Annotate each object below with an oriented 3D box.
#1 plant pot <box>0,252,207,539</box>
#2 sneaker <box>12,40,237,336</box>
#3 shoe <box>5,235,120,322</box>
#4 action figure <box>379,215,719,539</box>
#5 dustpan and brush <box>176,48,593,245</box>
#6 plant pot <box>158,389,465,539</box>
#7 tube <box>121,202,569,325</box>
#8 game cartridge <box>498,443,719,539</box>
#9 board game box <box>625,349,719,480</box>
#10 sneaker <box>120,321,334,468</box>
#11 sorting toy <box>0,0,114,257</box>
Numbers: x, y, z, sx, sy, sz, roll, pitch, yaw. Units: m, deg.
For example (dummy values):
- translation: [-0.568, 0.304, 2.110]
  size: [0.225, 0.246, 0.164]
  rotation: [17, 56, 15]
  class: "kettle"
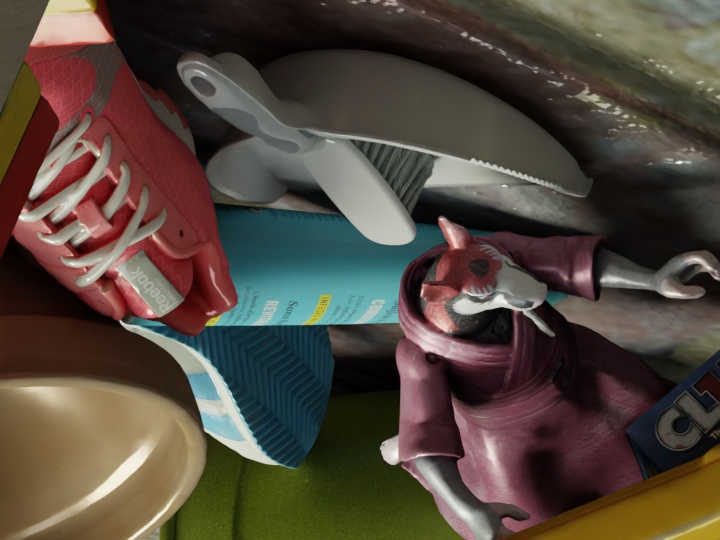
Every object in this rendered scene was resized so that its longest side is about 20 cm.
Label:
- translation: [-0.160, 0.049, 0.900]
  size: [0.199, 0.093, 0.201]
  rotation: [-15, 154, -7]
  class: "plant pot"
- translation: [-0.084, -0.030, 0.821]
  size: [0.074, 0.087, 0.200]
  rotation: [-35, 161, 7]
  class: "sneaker"
- translation: [-0.121, -0.026, 0.952]
  size: [0.070, 0.053, 0.201]
  rotation: [31, 153, 36]
  class: "shoe"
- translation: [0.061, 0.029, 0.995]
  size: [0.149, 0.134, 0.200]
  rotation: [41, 171, 40]
  class: "action figure"
- translation: [-0.012, -0.048, 0.906]
  size: [0.138, 0.058, 0.200]
  rotation: [-1, 156, 26]
  class: "dustpan and brush"
- translation: [0.039, 0.137, 1.200]
  size: [0.192, 0.202, 0.200]
  rotation: [-18, 147, 28]
  class: "plant pot"
- translation: [0.000, 0.000, 1.033]
  size: [0.198, 0.051, 0.077]
  rotation: [2, 168, -20]
  class: "tube"
- translation: [0.146, 0.108, 0.962]
  size: [0.199, 0.033, 0.176]
  rotation: [-26, 151, 17]
  class: "game cartridge"
- translation: [0.180, 0.068, 1.025]
  size: [0.035, 0.135, 0.200]
  rotation: [48, 174, 27]
  class: "board game box"
- translation: [-0.083, 0.022, 1.109]
  size: [0.080, 0.077, 0.200]
  rotation: [2, 151, 38]
  class: "sneaker"
- translation: [-0.157, -0.073, 0.708]
  size: [0.198, 0.200, 0.070]
  rotation: [-1, 141, 25]
  class: "sorting toy"
